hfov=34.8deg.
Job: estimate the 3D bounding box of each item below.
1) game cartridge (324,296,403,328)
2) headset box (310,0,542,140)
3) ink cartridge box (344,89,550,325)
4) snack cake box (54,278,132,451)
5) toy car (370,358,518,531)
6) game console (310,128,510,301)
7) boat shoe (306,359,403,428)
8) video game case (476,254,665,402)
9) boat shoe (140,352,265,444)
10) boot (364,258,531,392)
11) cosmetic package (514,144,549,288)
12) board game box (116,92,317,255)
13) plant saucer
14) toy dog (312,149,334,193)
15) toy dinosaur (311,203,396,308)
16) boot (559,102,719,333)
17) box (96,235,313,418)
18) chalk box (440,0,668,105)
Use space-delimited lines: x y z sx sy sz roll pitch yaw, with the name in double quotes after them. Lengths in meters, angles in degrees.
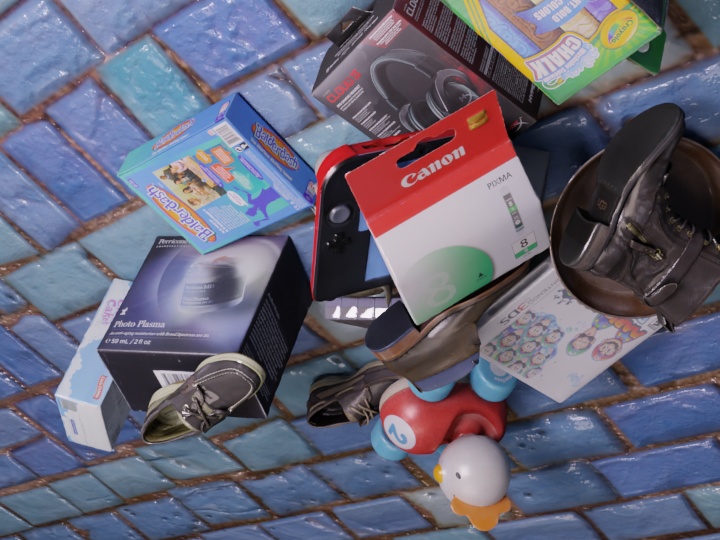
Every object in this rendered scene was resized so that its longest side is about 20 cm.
0.050 0.053 1.369 0.128 0.039 0.200 5 175 23 "game cartridge"
0.059 -0.189 1.125 0.199 0.078 0.148 33 139 -19 "headset box"
0.088 -0.053 1.078 0.159 0.050 0.201 -30 144 -2 "ink cartridge box"
-0.337 0.126 1.561 0.066 0.202 0.116 12 141 9 "snack cake box"
0.122 0.235 1.468 0.174 0.202 0.185 2 142 -21 "toy car"
0.047 -0.055 1.102 0.197 0.031 0.179 -13 132 -20 "game console"
0.005 0.181 1.584 0.198 0.074 0.074 -21 127 39 "boat shoe"
0.235 0.060 1.295 0.182 0.024 0.199 -41 132 22 "video game case"
-0.184 0.156 1.320 0.072 0.067 0.199 43 134 -22 "boat shoe"
0.109 0.052 1.230 0.198 0.075 0.097 -31 126 13 "boot"
0.167 -0.035 1.258 0.050 0.083 0.202 10 141 7 "cosmetic package"
-0.166 -0.107 1.340 0.198 0.045 0.152 -20 128 38 "board game box"
0.286 -0.047 1.172 0.196 0.032 0.203 -3 115 -6 "plant saucer"
0.012 -0.062 1.214 0.132 0.097 0.199 41 169 -22 "toy dog"
0.000 0.000 1.285 0.100 0.201 0.078 -4 129 -6 "toy dinosaur"
0.304 -0.049 1.129 0.172 0.070 0.202 22 112 -22 "boot"
-0.189 0.064 1.427 0.197 0.200 0.124 0 135 22 "box"
0.181 -0.240 0.975 0.199 0.126 0.123 38 138 -20 "chalk box"
